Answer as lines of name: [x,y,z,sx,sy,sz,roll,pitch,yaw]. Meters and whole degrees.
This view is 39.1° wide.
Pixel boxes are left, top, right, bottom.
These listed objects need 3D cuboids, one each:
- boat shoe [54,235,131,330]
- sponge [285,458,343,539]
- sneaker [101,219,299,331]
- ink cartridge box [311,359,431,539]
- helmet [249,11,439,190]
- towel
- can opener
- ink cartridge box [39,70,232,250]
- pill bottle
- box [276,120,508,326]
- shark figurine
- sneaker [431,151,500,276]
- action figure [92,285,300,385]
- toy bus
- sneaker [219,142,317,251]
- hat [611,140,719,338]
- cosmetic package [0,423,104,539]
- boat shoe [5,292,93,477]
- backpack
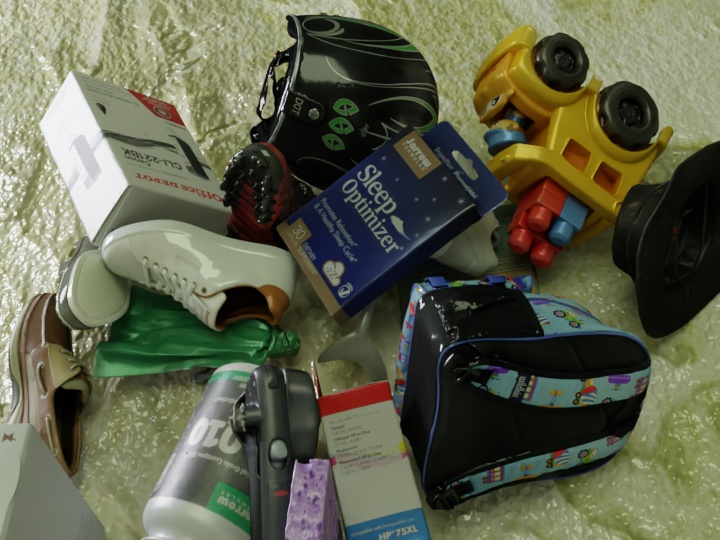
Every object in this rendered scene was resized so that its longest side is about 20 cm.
boat shoe: [-0.273,0.009,1.031,0.060,0.073,0.202,-26,22,12]
sponge: [-0.031,0.241,0.768,0.029,0.202,0.113,0,51,5]
sneaker: [-0.162,0.008,0.975,0.196,0.074,0.086,8,50,6]
ink cartridge box: [0.011,0.180,0.863,0.066,0.117,0.202,-13,52,-3]
helmet: [-0.007,-0.172,1.081,0.188,0.201,0.203,14,49,-20]
towel: [0.110,0.022,1.031,0.144,0.022,0.203,-6,54,4]
can opener: [-0.067,0.174,0.802,0.077,0.063,0.204,3,71,-13]
ink cartridge box: [-0.241,-0.108,1.092,0.084,0.143,0.201,-50,52,23]
pill bottle: [-0.118,0.192,0.874,0.111,0.114,0.202,12,56,17]
box: [0.028,-0.055,0.954,0.199,0.032,0.122,-37,57,1]
shark figurine: [0.011,0.003,1.010,0.088,0.129,0.216,20,34,-31]
sneaker: [0.102,-0.064,1.047,0.091,0.076,0.202,32,37,-18]
action figure: [-0.155,0.070,1.010,0.196,0.055,0.120,1,51,14]
toy bus: [0.185,-0.112,1.020,0.198,0.136,0.194,34,67,-8]
sneaker: [-0.088,-0.075,1.020,0.071,0.201,0.098,41,65,15]
hat: [0.289,-0.037,0.959,0.080,0.202,0.201,22,57,42]
cosmetic package: [-0.275,0.216,0.822,0.072,0.202,0.103,-3,51,6]
boat shoe: [-0.293,0.116,0.978,0.073,0.076,0.203,-13,60,14]
backpack: [0.140,0.095,0.876,0.196,0.185,0.135,-4,33,-13]
